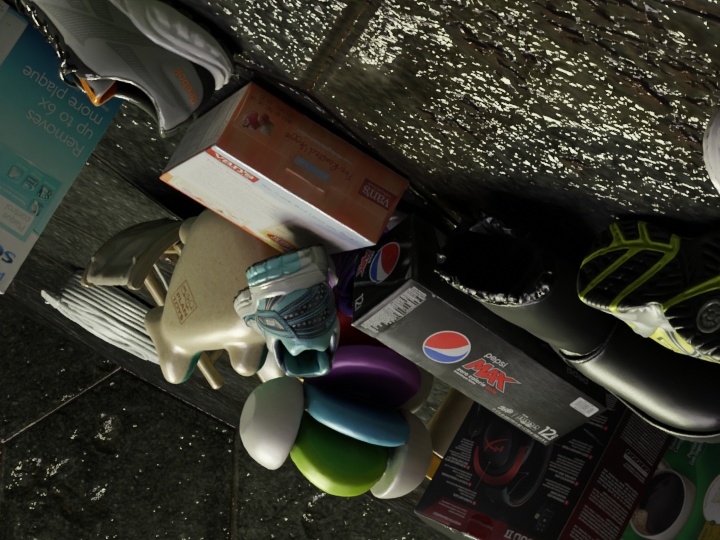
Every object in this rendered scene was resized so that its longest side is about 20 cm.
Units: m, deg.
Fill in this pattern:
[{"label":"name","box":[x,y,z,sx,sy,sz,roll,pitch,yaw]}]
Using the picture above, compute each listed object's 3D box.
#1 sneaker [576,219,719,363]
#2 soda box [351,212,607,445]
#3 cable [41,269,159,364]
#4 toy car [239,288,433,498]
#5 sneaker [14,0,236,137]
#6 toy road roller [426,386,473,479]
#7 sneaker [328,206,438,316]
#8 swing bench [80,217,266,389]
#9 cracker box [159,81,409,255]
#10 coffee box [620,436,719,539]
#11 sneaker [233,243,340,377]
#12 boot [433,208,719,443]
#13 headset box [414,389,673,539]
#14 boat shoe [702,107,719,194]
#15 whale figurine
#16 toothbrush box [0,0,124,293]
[{"label":"sneaker","box":[0.207,0.018,0.867,0.076,0.075,0.200,28,180,-29]},{"label":"soda box","box":[0.087,0.045,1.113,0.200,0.071,0.063,34,128,-29]},{"label":"cable","box":[-0.382,0.076,2.441,0.200,0.069,0.200,22,166,29]},{"label":"toy car","box":[-0.004,0.098,1.384,0.175,0.200,0.150,19,139,-19]},{"label":"sneaker","box":[-0.183,-0.161,1.015,0.200,0.079,0.074,31,170,1]},{"label":"toy road roller","box":[0.142,0.173,1.504,0.200,0.123,0.146,34,178,-21]},{"label":"sneaker","box":[0.000,0.000,1.218,0.081,0.083,0.200,32,168,-6]},{"label":"swing bench","box":[-0.151,0.019,1.552,0.200,0.130,0.199,40,166,-20]},{"label":"cracker box","box":[-0.062,-0.068,1.151,0.134,0.058,0.200,32,169,-15]},{"label":"coffee box","box":[0.263,0.180,1.240,0.200,0.123,0.044,17,165,42]},{"label":"sneaker","box":[-0.054,0.046,1.199,0.078,0.086,0.200,-14,169,-4]},{"label":"boot","box":[0.152,0.032,1.005,0.162,0.073,0.198,35,175,-42]},{"label":"headset box","box":[0.147,0.161,1.245,0.149,0.200,0.075,15,160,48]},{"label":"boat shoe","box":[0.208,-0.015,0.704,0.200,0.071,0.069,37,164,-32]},{"label":"whale figurine","box":[-0.112,0.022,1.372,0.104,0.200,0.159,-2,-122,-45]},{"label":"toothbrush box","box":[-0.305,-0.101,1.246,0.146,0.200,0.085,35,167,-20]}]
